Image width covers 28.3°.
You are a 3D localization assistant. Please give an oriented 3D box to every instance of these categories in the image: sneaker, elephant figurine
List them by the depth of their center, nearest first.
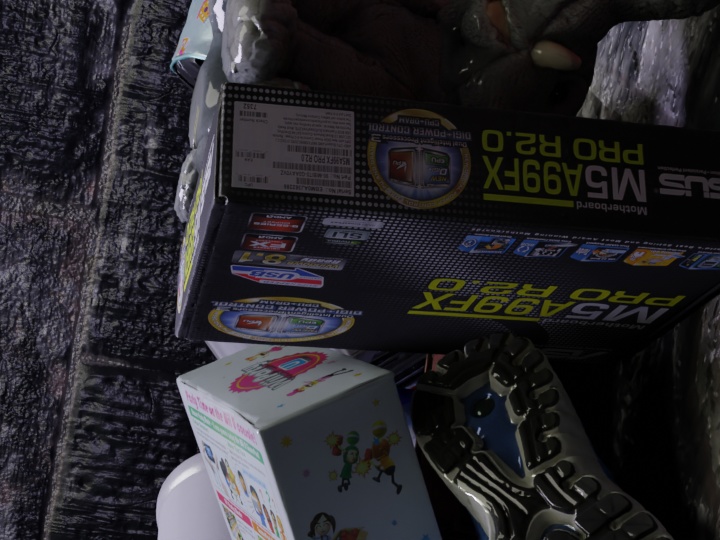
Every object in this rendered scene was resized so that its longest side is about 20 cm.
[{"bbox_3d":[0.085,0.116,0.542,0.089,0.078,0.201,53,-168,-43],"label":"sneaker"},{"bbox_3d":[0.034,-0.075,0.613,0.155,0.198,0.143,-155,70,-73],"label":"elephant figurine"}]

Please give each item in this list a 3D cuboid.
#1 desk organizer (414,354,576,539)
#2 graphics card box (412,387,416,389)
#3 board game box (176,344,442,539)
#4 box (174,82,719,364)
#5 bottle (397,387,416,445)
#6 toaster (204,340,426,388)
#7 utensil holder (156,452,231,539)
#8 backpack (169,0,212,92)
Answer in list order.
[{"bbox_3d":[0.075,0.031,0.679,0.077,0.071,0.202,140,139,-73],"label":"desk organizer"},{"bbox_3d":[0.024,0.024,1.105,0.200,0.050,0.127,-142,62,-80],"label":"graphics card box"},{"bbox_3d":[-0.008,0.139,0.632,0.147,0.064,0.202,12,122,69],"label":"board game box"},{"bbox_3d":[0.034,-0.010,0.551,0.160,0.198,0.045,123,150,-67],"label":"box"},{"bbox_3d":[0.038,0.146,0.751,0.084,0.065,0.200,-48,29,15],"label":"bottle"},{"bbox_3d":[0.000,0.000,0.809,0.119,0.199,0.181,55,155,14],"label":"toaster"},{"bbox_3d":[-0.102,0.284,1.262,0.201,0.168,0.171,-94,16,-51],"label":"utensil holder"},{"bbox_3d":[-0.033,-0.162,1.043,0.176,0.198,0.155,-171,94,-82],"label":"backpack"}]
